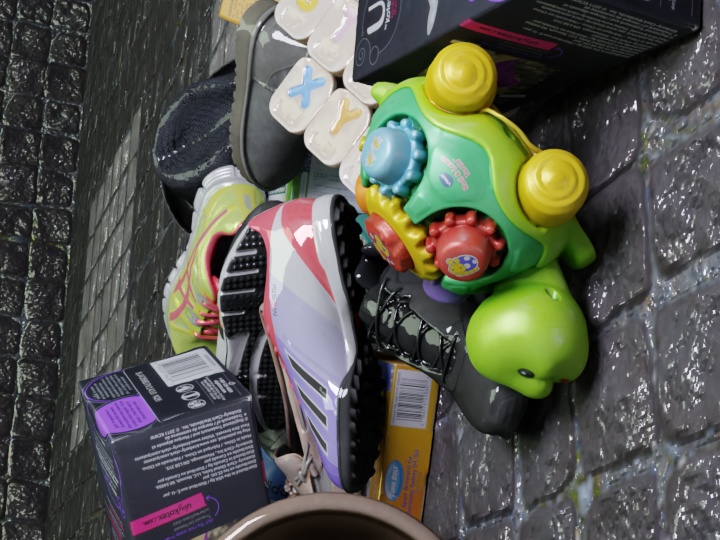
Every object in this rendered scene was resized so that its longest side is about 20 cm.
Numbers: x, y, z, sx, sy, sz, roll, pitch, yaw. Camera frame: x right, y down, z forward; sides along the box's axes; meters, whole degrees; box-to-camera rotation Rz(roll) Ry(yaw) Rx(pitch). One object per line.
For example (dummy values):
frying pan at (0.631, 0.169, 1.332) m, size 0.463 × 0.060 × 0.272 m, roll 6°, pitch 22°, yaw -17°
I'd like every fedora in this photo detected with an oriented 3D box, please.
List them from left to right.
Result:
fedora at (-0.120, -0.120, 1.331) m, size 0.199 × 0.091 × 0.203 m, roll -5°, pitch 79°, yaw 28°

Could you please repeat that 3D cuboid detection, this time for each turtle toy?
turtle toy at (0.065, -0.024, 0.817) m, size 0.201 × 0.101 × 0.146 m, roll 51°, pitch 170°, yaw 8°

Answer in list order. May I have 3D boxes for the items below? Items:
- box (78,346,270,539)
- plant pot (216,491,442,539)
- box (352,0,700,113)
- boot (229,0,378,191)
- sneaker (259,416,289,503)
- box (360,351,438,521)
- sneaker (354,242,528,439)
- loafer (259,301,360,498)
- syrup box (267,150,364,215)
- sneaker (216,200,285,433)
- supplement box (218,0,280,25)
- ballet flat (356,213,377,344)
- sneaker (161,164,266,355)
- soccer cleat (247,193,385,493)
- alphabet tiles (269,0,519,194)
box at (-0.128, 0.177, 1.077) m, size 0.122 × 0.105 × 0.202 m, roll -143°, pitch 42°, yaw -62°
plant pot at (-0.022, 0.239, 0.929) m, size 0.175 × 0.198 × 0.203 m, roll 118°, pitch 158°, yaw -85°
box at (0.088, -0.174, 0.816) m, size 0.199 × 0.105 × 0.124 m, roll -14°, pitch 68°, yaw 61°
boot at (-0.005, -0.092, 1.057) m, size 0.073 × 0.199 × 0.183 m, roll -45°, pitch -29°, yaw -31°
sneaker at (-0.073, 0.158, 1.262) m, size 0.200 × 0.076 × 0.112 m, roll 158°, pitch 129°, yaw -81°
box at (0.001, 0.121, 1.103) m, size 0.200 × 0.041 × 0.121 m, roll -175°, pitch 92°, yaw -69°
sneaker at (0.048, 0.040, 0.915) m, size 0.200 × 0.090 × 0.077 m, roll -123°, pitch 46°, yaw -61°
loafer at (-0.040, 0.116, 1.043) m, size 0.072 × 0.062 × 0.203 m, roll 175°, pitch 93°, yaw -68°
syrup box at (-0.021, -0.149, 1.214) m, size 0.079 × 0.081 × 0.203 m, roll -178°, pitch 94°, yaw -70°
sneaker at (-0.085, 0.028, 1.142) m, size 0.080 × 0.073 × 0.202 m, roll -112°, pitch 29°, yaw -53°
supplement box at (-0.016, -0.197, 1.101) m, size 0.199 × 0.066 × 0.070 m, roll 22°, pitch 107°, yaw 38°
ballet flat at (0.000, 0.000, 1.105) m, size 0.200 × 0.070 × 0.068 m, roll -125°, pitch 45°, yaw -65°
sneaker at (-0.119, 0.017, 1.235) m, size 0.091 × 0.077 × 0.202 m, roll -119°, pitch 34°, yaw -53°
soccer cleat at (-0.030, 0.051, 0.994) m, size 0.068 × 0.072 × 0.203 m, roll -6°, pitch -91°, yaw -71°
alphabet tiles at (0.027, -0.153, 0.965) m, size 0.196 × 0.015 × 0.200 m, roll -51°, pitch 60°, yaw 10°
